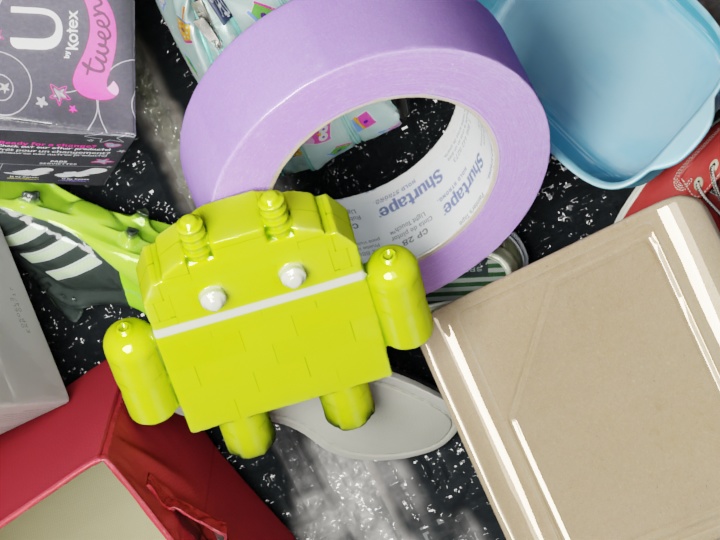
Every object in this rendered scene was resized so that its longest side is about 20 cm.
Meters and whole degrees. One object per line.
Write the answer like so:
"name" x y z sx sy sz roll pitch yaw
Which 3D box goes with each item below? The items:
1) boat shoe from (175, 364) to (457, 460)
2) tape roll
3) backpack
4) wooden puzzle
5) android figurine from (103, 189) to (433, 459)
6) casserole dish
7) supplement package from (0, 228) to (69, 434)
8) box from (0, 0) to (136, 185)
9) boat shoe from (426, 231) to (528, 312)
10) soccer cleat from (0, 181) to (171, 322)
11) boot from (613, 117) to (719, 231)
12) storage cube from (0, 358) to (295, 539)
"boat shoe" -0.033 0.063 1.693 0.199 0.060 0.074 11 130 -23
"tape roll" 0.003 -0.067 1.587 0.199 0.066 0.201 -13 137 -12
"backpack" -0.051 -0.157 1.646 0.126 0.167 0.201 -24 110 8
"wooden puzzle" 0.149 0.074 1.619 0.200 0.037 0.186 -26 87 32
"android figurine" -0.052 0.028 1.578 0.181 0.041 0.200 -15 139 -1
"casserole dish" 0.137 -0.128 1.644 0.121 0.039 0.200 -49 59 10
"supplement package" -0.295 0.064 1.648 0.199 0.120 0.122 -26 82 16
"box" -0.197 -0.161 1.630 0.131 0.115 0.201 2 78 -14
"boat shoe" 0.000 0.000 1.699 0.199 0.062 0.072 -8 96 8
"soccer cleat" -0.189 -0.018 1.719 0.199 0.068 0.081 24 122 8
"boot" 0.212 -0.052 1.592 0.072 0.144 0.200 43 94 0
"storage cube" -0.154 0.180 1.659 0.200 0.180 0.171 -35 105 13
